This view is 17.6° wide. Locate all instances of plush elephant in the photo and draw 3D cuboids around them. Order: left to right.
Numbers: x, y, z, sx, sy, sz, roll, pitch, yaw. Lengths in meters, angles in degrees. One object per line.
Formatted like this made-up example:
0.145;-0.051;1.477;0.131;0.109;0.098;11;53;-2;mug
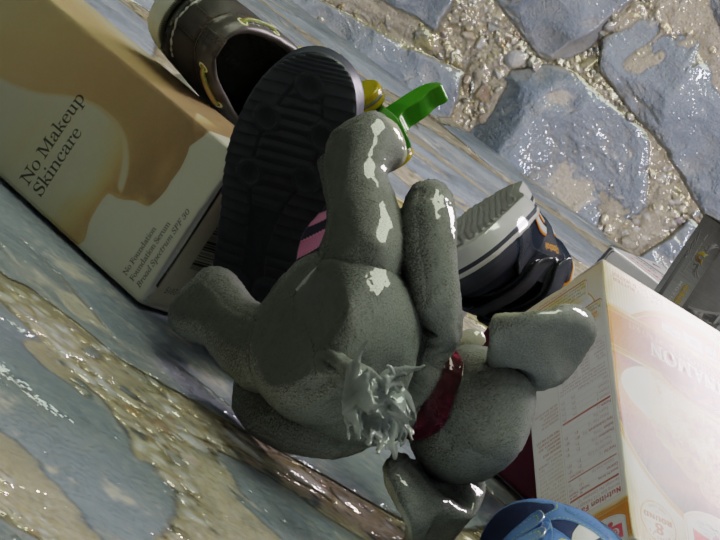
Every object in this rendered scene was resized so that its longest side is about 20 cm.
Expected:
0.026;0.046;1.182;0.154;0.165;0.200;31;17;-38;plush elephant

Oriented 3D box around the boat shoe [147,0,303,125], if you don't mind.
-0.054;-0.103;1.397;0.061;0.072;0.201;45;3;38;boat shoe

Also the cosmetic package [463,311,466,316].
0.000;0.000;1.550;0.107;0.091;0.200;35;5;18;cosmetic package

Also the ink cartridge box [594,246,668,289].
0.324;0.055;2.491;0.145;0.085;0.200;39;11;21;ink cartridge box

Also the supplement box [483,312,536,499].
0.146;0.105;1.546;0.110;0.086;0.200;40;10;29;supplement box

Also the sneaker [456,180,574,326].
0.095;-0.004;1.504;0.080;0.078;0.200;61;17;-3;sneaker

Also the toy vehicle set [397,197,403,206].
0.009;-0.049;2.035;0.124;0.027;0.200;32;9;-20;toy vehicle set

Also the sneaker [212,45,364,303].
-0.035;-0.045;1.270;0.070;0.201;0.082;25;35;10;sneaker

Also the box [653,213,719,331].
0.273;0.081;1.782;0.158;0.201;0.048;31;6;-27;box

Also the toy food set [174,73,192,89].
-0.098;-0.086;1.721;0.199;0.061;0.144;35;9;-2;toy food set

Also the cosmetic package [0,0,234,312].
-0.144;-0.073;1.340;0.200;0.106;0.071;38;9;27;cosmetic package

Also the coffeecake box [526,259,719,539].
0.177;0.118;1.359;0.153;0.073;0.201;30;41;-31;coffeecake box

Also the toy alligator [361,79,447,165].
-0.032;-0.075;1.588;0.054;0.199;0.060;-96;161;-60;toy alligator

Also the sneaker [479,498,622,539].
0.085;0.154;1.111;0.082;0.074;0.200;30;9;-19;sneaker
